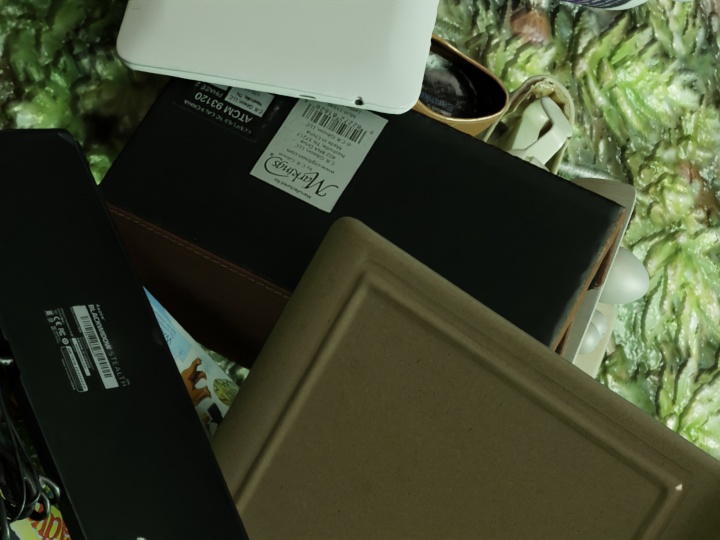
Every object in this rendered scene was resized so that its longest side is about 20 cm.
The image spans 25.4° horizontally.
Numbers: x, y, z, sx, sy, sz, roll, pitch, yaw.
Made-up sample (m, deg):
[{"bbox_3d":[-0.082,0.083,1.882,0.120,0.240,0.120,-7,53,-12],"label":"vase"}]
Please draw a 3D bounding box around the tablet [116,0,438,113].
[{"bbox_3d":[-0.023,-0.165,0.703,0.130,0.014,0.200,10,67,3],"label":"tablet"}]

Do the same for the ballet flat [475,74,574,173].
[{"bbox_3d":[0.081,-0.052,0.871,0.069,0.069,0.200,56,30,-19],"label":"ballet flat"}]

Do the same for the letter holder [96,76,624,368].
[{"bbox_3d":[0.000,0.000,0.724,0.200,0.142,0.101,26,68,12],"label":"letter holder"}]

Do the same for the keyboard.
[{"bbox_3d":[-0.120,0.038,0.605,0.104,0.040,0.200,-6,64,-49],"label":"keyboard"}]

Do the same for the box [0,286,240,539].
[{"bbox_3d":[-0.112,0.079,0.676,0.200,0.038,0.137,50,45,-29],"label":"box"}]

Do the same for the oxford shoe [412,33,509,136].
[{"bbox_3d":[-0.013,-0.113,0.787,0.200,0.071,0.071,14,79,-30],"label":"oxford shoe"}]

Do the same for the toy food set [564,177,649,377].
[{"bbox_3d":[0.117,0.050,0.885,0.060,0.200,0.144,19,73,14],"label":"toy food set"}]

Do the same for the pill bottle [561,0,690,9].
[{"bbox_3d":[0.125,-0.213,0.932,0.200,0.111,0.111,5,85,-34],"label":"pill bottle"}]

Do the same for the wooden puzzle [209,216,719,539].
[{"bbox_3d":[0.023,0.105,0.598,0.185,0.200,0.037,-60,154,11],"label":"wooden puzzle"}]
